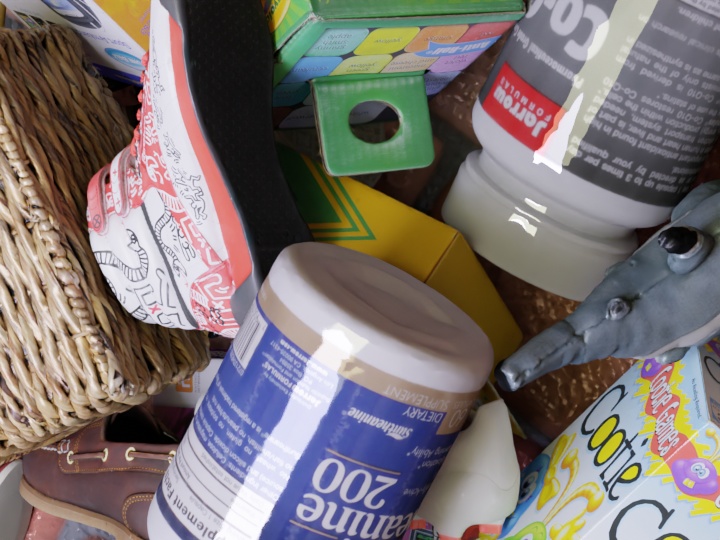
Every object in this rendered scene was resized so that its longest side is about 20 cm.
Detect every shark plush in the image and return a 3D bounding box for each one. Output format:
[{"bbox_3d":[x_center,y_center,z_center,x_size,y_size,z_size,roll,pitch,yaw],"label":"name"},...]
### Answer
[{"bbox_3d":[0.140,-0.007,1.334,0.200,0.083,0.091,-18,64,-17],"label":"shark plush"}]

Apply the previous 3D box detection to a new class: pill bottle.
[{"bbox_3d":[-0.029,0.097,1.320,0.111,0.111,0.200,33,108,18],"label":"pill bottle"},{"bbox_3d":[0.124,-0.093,1.395,0.114,0.114,0.200,33,108,18],"label":"pill bottle"}]

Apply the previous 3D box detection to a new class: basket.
[{"bbox_3d":[-0.185,-0.009,1.457,0.149,0.143,0.200,-25,90,23],"label":"basket"}]

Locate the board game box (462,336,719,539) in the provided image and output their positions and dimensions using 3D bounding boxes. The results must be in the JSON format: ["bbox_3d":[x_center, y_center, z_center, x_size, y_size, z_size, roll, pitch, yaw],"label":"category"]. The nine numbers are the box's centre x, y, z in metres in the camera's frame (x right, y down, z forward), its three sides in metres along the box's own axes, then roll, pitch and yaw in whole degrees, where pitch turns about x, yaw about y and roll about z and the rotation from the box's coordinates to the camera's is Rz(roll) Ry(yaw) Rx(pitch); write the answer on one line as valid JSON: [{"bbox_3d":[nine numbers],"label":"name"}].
[{"bbox_3d":[0.133,0.138,1.404,0.105,0.103,0.200,37,113,-17],"label":"board game box"}]

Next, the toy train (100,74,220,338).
[{"bbox_3d":[-0.114,-0.057,1.556,0.046,0.034,0.200,-19,87,29],"label":"toy train"}]

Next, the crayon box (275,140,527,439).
[{"bbox_3d":[0.000,0.000,1.442,0.200,0.126,0.052,28,76,28],"label":"crayon box"}]

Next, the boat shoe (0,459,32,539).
[{"bbox_3d":[-0.246,0.179,1.628,0.063,0.071,0.200,36,113,20],"label":"boat shoe"}]

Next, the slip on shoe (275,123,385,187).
[{"bbox_3d":[-0.060,-0.116,1.514,0.200,0.074,0.061,49,147,6],"label":"slip on shoe"}]

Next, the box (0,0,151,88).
[{"bbox_3d":[-0.160,-0.160,1.452,0.119,0.200,0.042,20,73,47],"label":"box"}]

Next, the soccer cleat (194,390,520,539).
[{"bbox_3d":[-0.001,0.076,1.444,0.200,0.069,0.078,15,109,38],"label":"soccer cleat"}]

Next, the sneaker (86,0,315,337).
[{"bbox_3d":[-0.091,-0.061,1.358,0.108,0.067,0.202,1,115,38],"label":"sneaker"}]

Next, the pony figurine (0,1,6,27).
[{"bbox_3d":[-0.225,-0.032,1.554,0.193,0.167,0.200,-23,85,8],"label":"pony figurine"}]

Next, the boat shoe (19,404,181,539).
[{"bbox_3d":[-0.118,0.103,1.500,0.200,0.070,0.070,14,103,56],"label":"boat shoe"}]

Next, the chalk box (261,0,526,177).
[{"bbox_3d":[-0.011,-0.145,1.404,0.124,0.125,0.200,-41,61,53],"label":"chalk box"}]

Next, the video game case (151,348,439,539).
[{"bbox_3d":[-0.026,0.144,1.536,0.181,0.036,0.200,3,97,26],"label":"video game case"}]
